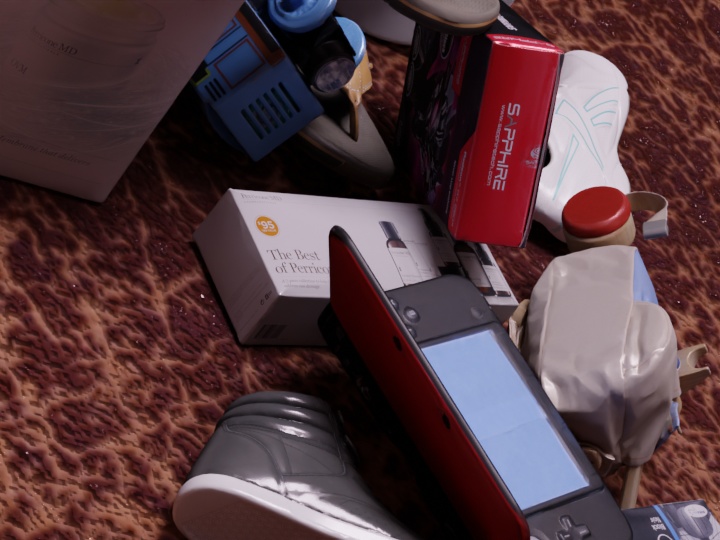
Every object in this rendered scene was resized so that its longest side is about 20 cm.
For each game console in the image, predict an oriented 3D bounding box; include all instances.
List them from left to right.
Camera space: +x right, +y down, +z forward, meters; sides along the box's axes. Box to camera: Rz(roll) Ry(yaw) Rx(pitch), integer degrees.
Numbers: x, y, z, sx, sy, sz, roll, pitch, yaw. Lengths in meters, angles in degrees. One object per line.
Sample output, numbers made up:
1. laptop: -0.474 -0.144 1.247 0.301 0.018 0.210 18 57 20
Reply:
1. game console: 0.070 0.069 1.263 0.171 0.119 0.201 -14 63 -40

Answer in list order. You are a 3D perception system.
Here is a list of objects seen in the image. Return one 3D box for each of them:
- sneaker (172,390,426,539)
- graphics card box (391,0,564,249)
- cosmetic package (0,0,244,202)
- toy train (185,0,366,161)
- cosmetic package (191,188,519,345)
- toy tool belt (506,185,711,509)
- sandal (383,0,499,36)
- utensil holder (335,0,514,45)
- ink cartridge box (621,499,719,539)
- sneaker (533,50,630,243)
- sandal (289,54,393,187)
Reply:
1. sneaker: 0.000 0.129 1.226 0.199 0.071 0.100 27 41 -12
2. graphics card box: 0.071 -0.104 1.446 0.050 0.127 0.200 6 18 -12
3. cosmetic package: -0.189 -0.165 1.263 0.198 0.200 0.124 15 41 -31
4. toy train: -0.080 -0.169 1.446 0.200 0.114 0.087 54 -1 33
5. cosmetic package: 0.000 0.000 1.392 0.199 0.051 0.083 2 48 -43
6. toy tool belt: 0.157 0.053 1.451 0.201 0.124 0.124 -82 158 -51
7. sandal: 0.016 -0.199 1.315 0.199 0.055 0.082 33 26 -32
8. utensil holder: 0.044 -0.286 1.657 0.169 0.170 0.201 27 38 -19
9. ink cartridge box: 0.214 0.229 1.352 0.099 0.039 0.201 -1 52 -45
10. sneaker: 0.145 -0.099 1.628 0.080 0.071 0.201 24 37 -17
11. sandal: -0.022 -0.138 1.509 0.081 0.055 0.201 16 41 -31
